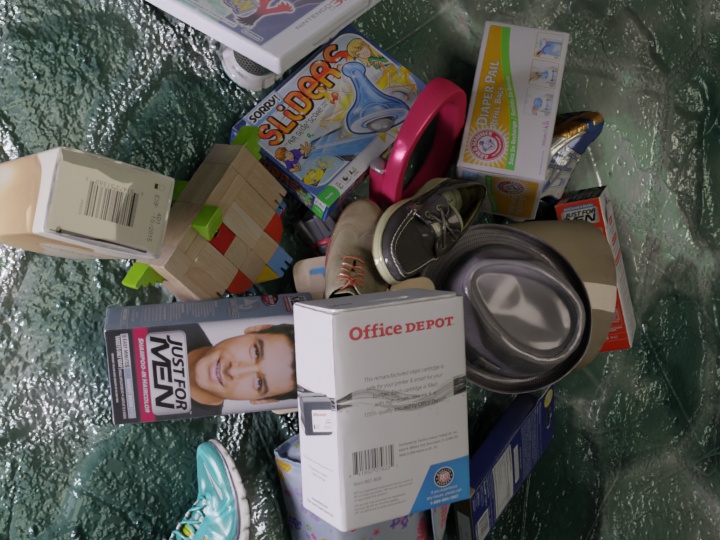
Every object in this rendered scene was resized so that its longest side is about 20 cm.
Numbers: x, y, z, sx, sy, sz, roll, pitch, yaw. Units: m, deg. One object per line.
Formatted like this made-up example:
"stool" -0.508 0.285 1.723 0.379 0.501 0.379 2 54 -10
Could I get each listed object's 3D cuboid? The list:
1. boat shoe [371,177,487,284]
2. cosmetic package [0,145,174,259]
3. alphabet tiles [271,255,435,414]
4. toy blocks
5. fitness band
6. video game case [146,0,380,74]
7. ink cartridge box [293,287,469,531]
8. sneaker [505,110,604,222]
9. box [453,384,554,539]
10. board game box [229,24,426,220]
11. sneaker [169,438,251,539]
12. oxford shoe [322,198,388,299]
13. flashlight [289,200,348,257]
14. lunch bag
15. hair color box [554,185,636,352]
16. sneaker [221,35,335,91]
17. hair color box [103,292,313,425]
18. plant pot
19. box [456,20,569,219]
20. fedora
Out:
"boat shoe" 0.078 -0.053 1.072 0.201 0.066 0.072 -45 115 -51
"cosmetic package" -0.253 -0.053 0.869 0.105 0.200 0.071 14 82 -33
"alphabet tiles" -0.008 0.078 1.050 0.195 0.015 0.201 -10 72 -7
"toy blocks" -0.132 -0.028 1.031 0.137 0.100 0.200 46 65 -38
"fitness band" 0.064 -0.128 1.115 0.037 0.200 0.144 33 69 15
"video game case" -0.091 -0.288 1.007 0.182 0.200 0.023 -42 150 -28
"ink cartridge box" 0.021 0.123 0.940 0.144 0.084 0.201 -6 98 -30
"sneaker" 0.244 -0.137 1.307 0.200 0.075 0.088 -33 116 -21
"box" 0.179 0.234 1.234 0.200 0.032 0.121 -45 143 -32
"board game box" -0.026 -0.166 1.094 0.135 0.034 0.200 39 64 6
"sneaker" -0.156 0.272 1.012 0.079 0.077 0.201 2 88 -26
"oxford shoe" -0.004 0.013 1.024 0.070 0.075 0.201 7 72 -2
"flashlight" 0.000 0.000 1.134 0.068 0.068 0.200 -38 116 -2
"lunch bag" 0.024 0.232 1.088 0.200 0.127 0.170 -27 124 -35
"hair color box" 0.312 -0.003 1.322 0.111 0.064 0.201 -34 112 -68
"sneaker" -0.062 -0.275 1.065 0.078 0.091 0.200 39 64 -4
"hair color box" -0.141 0.084 0.971 0.199 0.061 0.099 -4 109 -10
"plant pot" 0.168 0.020 1.194 0.199 0.187 0.188 7 85 -21
"box" 0.179 -0.177 1.193 0.101 0.113 0.201 10 71 7
"fedora" 0.161 0.039 1.070 0.200 0.090 0.177 39 83 1
